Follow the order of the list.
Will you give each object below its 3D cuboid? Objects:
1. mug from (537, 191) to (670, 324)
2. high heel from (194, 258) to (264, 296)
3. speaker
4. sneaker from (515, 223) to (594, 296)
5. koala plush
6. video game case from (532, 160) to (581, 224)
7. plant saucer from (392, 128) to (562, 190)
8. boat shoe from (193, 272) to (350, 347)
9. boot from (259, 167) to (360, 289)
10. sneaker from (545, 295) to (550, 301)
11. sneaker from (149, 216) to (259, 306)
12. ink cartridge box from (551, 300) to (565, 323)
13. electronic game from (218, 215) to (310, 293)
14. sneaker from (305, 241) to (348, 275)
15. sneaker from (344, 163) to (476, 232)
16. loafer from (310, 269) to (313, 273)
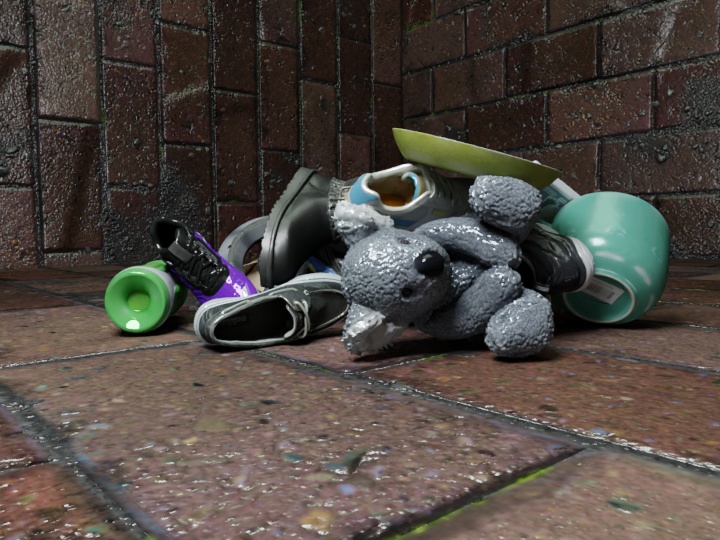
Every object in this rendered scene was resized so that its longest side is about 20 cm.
[{"bbox_3d":[0.298,-0.003,0.802,0.183,0.153,0.115,-12,37,39],"label":"mug"},{"bbox_3d":[-0.190,0.017,1.089,0.196,0.073,0.143,-18,-1,-7],"label":"high heel"},{"bbox_3d":[-0.288,0.032,0.852,0.086,0.091,0.200,-1,4,-8],"label":"speaker"},{"bbox_3d":[0.172,-0.024,0.753,0.112,0.077,0.199,-14,30,-37],"label":"sneaker"},{"bbox_3d":[0.064,0.008,0.639,0.196,0.181,0.183,-3,-7,-25],"label":"koala plush"},{"bbox_3d":[0.232,-0.059,0.884,0.198,0.023,0.181,25,-39,-34],"label":"video game case"},{"bbox_3d":[0.127,-0.122,0.706,0.196,0.032,0.200,15,11,-3],"label":"plant saucer"},{"bbox_3d":[-0.085,0.055,0.704,0.197,0.074,0.071,-14,18,-26],"label":"boat shoe"},{"bbox_3d":[-0.029,-0.051,0.782,0.155,0.080,0.213,13,50,9],"label":"boot"},{"bbox_3d":[0.194,0.031,0.828,0.097,0.076,0.201,6,23,-1],"label":"sneaker"},{"bbox_3d":[-0.214,-0.003,0.815,0.199,0.070,0.100,38,-9,27],"label":"sneaker"},{"bbox_3d":[0.196,0.044,0.918,0.196,0.045,0.173,0,2,13],"label":"ink cartridge box"},{"bbox_3d":[-0.111,-0.007,0.906,0.195,0.203,0.042,-1,-40,-10],"label":"electronic game"},{"bbox_3d":[0.000,0.000,0.839,0.199,0.083,0.071,39,-3,14],"label":"sneaker"},{"bbox_3d":[0.076,-0.080,0.726,0.196,0.078,0.081,-10,-25,-25],"label":"sneaker"},{"bbox_3d":[-0.117,0.030,1.045,0.070,0.075,0.200,-4,-6,6],"label":"loafer"}]
